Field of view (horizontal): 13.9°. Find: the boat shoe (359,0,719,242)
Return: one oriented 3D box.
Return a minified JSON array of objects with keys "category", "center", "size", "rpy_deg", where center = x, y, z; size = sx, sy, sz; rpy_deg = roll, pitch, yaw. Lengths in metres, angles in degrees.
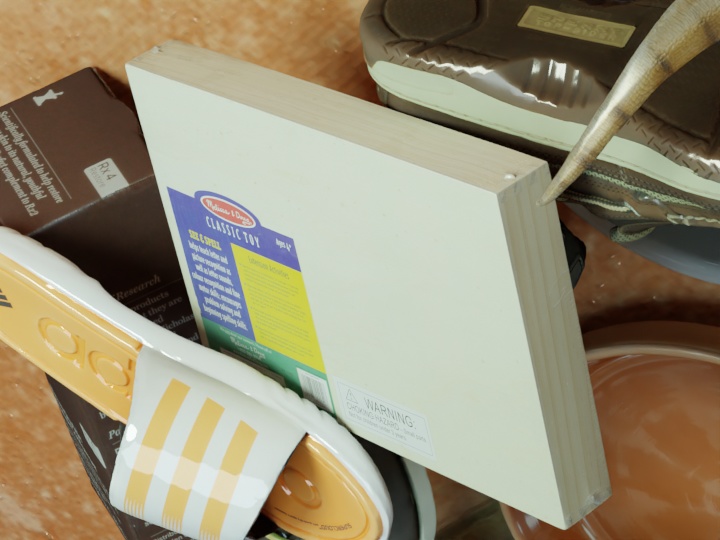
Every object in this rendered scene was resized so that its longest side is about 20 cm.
[{"category":"boat shoe","center":[0.096,-0.045,0.965],"size":[0.202,0.075,0.075],"rpy_deg":[22,145,31]}]

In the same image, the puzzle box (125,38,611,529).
[{"category":"puzzle box","center":[0.000,0.000,1.026],"size":[0.200,0.025,0.133],"rpy_deg":[23,136,45]}]

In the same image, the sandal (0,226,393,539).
[{"category":"sandal","center":[-0.084,0.059,1.095],"size":[0.206,0.059,0.079],"rpy_deg":[30,148,15]}]

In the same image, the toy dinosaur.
[{"category":"toy dinosaur","center":[0.138,-0.098,0.881],"size":[0.060,0.200,0.106],"rpy_deg":[30,140,66]}]

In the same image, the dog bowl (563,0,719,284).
[{"category":"dog bowl","center":[0.128,-0.077,1.006],"size":[0.200,0.059,0.200],"rpy_deg":[18,136,18]}]

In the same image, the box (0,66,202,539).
[{"category":"box","center":[-0.095,0.029,1.218],"size":[0.100,0.075,0.200],"rpy_deg":[51,162,54]}]

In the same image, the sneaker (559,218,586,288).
[{"category":"sneaker","center":[0.014,-0.006,1.146],"size":[0.200,0.098,0.071],"rpy_deg":[19,156,53]}]

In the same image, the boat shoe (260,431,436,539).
[{"category":"boat shoe","center":[-0.013,0.105,1.175],"size":[0.072,0.061,0.201],"rpy_deg":[47,160,28]}]

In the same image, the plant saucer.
[{"category":"plant saucer","center":[0.150,0.097,1.181],"size":[0.200,0.032,0.200],"rpy_deg":[19,138,18]}]
